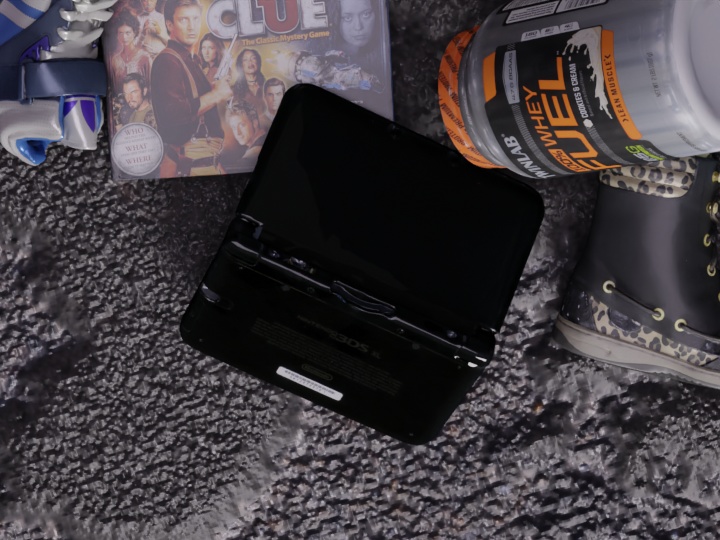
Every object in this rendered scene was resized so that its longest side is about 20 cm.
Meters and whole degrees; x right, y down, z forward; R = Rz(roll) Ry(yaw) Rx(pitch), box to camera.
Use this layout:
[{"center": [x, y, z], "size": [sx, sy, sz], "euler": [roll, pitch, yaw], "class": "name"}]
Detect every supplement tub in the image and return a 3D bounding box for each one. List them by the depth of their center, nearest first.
[{"center": [0.155, -0.127, 1.365], "size": [0.199, 0.122, 0.124], "euler": [-8, 99, 42], "class": "supplement tub"}]

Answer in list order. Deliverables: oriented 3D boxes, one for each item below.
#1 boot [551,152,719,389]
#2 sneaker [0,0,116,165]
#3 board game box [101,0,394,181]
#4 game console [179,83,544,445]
[{"center": [0.243, -0.002, 1.441], "size": [0.201, 0.074, 0.155], "euler": [11, 101, 1], "class": "boot"}, {"center": [-0.184, -0.157, 1.380], "size": [0.199, 0.080, 0.147], "euler": [-34, 76, 33], "class": "sneaker"}, {"center": [-0.077, -0.136, 1.444], "size": [0.198, 0.035, 0.137], "euler": [-4, 97, 0], "class": "board game box"}, {"center": [0.000, 0.000, 1.449], "size": [0.199, 0.117, 0.176], "euler": [24, 135, -8], "class": "game console"}]
